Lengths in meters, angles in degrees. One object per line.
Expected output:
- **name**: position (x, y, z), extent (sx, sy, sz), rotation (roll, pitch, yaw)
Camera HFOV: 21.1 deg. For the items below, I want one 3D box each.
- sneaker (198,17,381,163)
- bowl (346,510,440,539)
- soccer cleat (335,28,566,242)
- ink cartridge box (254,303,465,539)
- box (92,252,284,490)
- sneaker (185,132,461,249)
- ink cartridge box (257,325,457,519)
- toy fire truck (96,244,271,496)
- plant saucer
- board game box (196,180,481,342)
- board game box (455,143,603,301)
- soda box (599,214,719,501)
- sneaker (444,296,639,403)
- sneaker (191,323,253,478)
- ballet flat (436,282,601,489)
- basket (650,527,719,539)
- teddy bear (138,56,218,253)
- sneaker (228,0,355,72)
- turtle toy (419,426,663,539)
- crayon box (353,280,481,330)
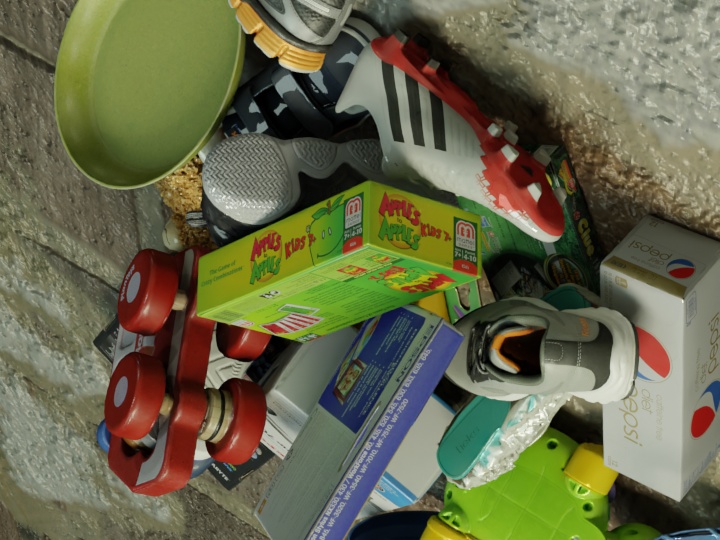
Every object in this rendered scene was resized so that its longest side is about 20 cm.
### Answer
- **sneaker**: position (-0.051, -0.119, 1.437), extent (0.079, 0.079, 0.200), rotation (53, 145, -6)
- **bowl**: position (0.083, 0.251, 1.565), extent (0.200, 0.200, 0.040), rotation (20, 107, 35)
- **soccer cleat**: position (0.061, -0.079, 1.318), extent (0.200, 0.069, 0.085), rotation (48, 112, 21)
- **ink cartridge box**: position (0.001, 0.116, 1.368), extent (0.047, 0.198, 0.200), rotation (32, 178, -13)
- **box**: position (-0.140, 0.093, 1.782), extent (0.200, 0.050, 0.198), rotation (47, 145, 0)
- **sneaker**: position (-0.030, -0.046, 1.429), extent (0.199, 0.076, 0.114), rotation (7, 156, -18)
- **ink cartridge box**: position (-0.011, 0.123, 1.574), extent (0.146, 0.086, 0.200), rotation (39, 162, -3)
- **toy fire truck**: position (-0.155, 0.081, 1.524), extent (0.112, 0.201, 0.168), rotation (16, 159, -26)
- **plant saucer**: position (-0.154, -0.156, 1.460), extent (0.200, 0.201, 0.031), rotation (13, 177, 41)
- **board game box**: position (-0.018, -0.003, 1.361), extent (0.101, 0.048, 0.200), rotation (15, 156, -36)
- **board game box**: position (0.132, -0.004, 1.398), extent (0.105, 0.023, 0.201), rotation (9, 131, 45)
- **soda box**: position (0.211, 0.063, 1.341), extent (0.068, 0.064, 0.201), rotation (24, 140, 31)
- **sneaker**: position (0.105, 0.051, 1.321), extent (0.200, 0.079, 0.074), rotation (-5, 80, 61)
- **sneaker**: position (-0.138, 0.083, 1.660), extent (0.080, 0.201, 0.146), rotation (19, 158, -13)
- **ballet flat**: position (0.127, 0.083, 1.409), extent (0.072, 0.072, 0.200), rotation (42, 123, 8)
- **basket**: position (0.265, 0.243, 1.366), extent (0.176, 0.140, 0.200), rotation (2, 150, 7)
- **teddy bear**: position (-0.148, -0.088, 1.559), extent (0.145, 0.067, 0.201), rotation (45, 155, 47)
- **sneaker**: position (-0.076, -0.234, 1.362), extent (0.200, 0.078, 0.077), rotation (48, 118, 9)
- **turtle toy**: position (0.151, 0.195, 1.497), extent (0.200, 0.146, 0.101), rotation (31, -177, 24)
- **crayon box**: position (0.000, 0.000, 1.525), extent (0.199, 0.052, 0.126), rotation (19, 138, 35)
